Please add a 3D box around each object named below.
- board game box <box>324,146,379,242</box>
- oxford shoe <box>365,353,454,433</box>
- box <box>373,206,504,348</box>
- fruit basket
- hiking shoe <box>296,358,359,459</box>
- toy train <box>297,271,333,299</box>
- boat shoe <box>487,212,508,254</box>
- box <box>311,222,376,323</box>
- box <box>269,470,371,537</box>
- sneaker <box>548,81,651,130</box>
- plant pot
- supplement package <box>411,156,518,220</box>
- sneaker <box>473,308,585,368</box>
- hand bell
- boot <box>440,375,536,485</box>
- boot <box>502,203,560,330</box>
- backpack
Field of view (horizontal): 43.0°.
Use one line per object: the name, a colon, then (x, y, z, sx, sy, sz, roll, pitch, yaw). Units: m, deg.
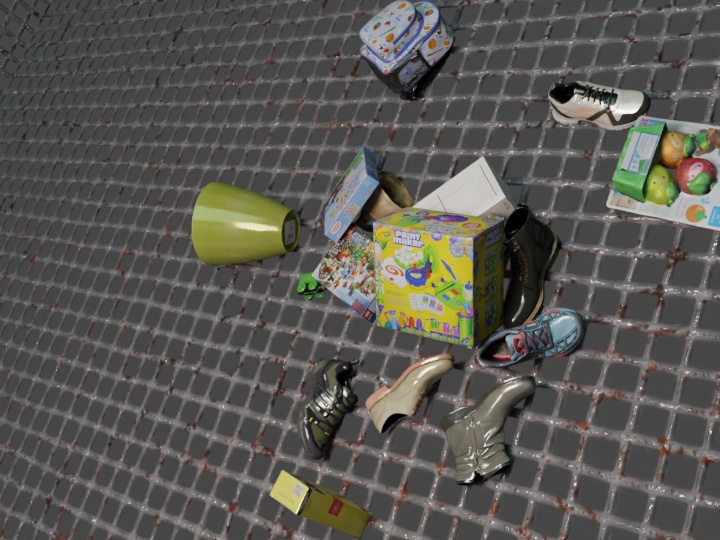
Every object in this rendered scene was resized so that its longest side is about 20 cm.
board game box: (-0.020, -0.161, 1.891, 0.152, 0.036, 0.201, -54, 16, 18)
oxford shoe: (0.099, 0.224, 1.656, 0.199, 0.070, 0.074, -40, 52, 25)
box: (0.136, 0.007, 1.594, 0.198, 0.121, 0.196, 11, 113, 34)
fruit basket: (0.533, -0.172, 1.535, 0.198, 0.094, 0.187, 14, 75, 37)
hiking shoe: (-0.057, 0.258, 1.741, 0.100, 0.076, 0.203, -11, 59, 35)
toy train: (-0.047, 0.017, 1.895, 0.198, 0.042, 0.057, -12, 48, 31)
boat shoe: (0.205, -0.013, 1.670, 0.202, 0.075, 0.072, -60, 5, 11)
box: (0.000, 0.000, 1.793, 0.137, 0.038, 0.199, -55, 40, 0)
box: (-0.066, 0.405, 1.581, 0.075, 0.200, 0.051, 22, 79, 42)
sneaker: (0.436, -0.310, 1.693, 0.198, 0.080, 0.075, 6, 67, 37)
plant pot: (-0.239, -0.095, 2.025, 0.197, 0.187, 0.190, 6, 68, 22)
supplement package: (0.193, -0.096, 1.731, 0.199, 0.109, 0.115, -34, 51, 16)
sneaker: (0.283, 0.126, 1.540, 0.198, 0.095, 0.080, -25, 84, 29)
hand bell: (0.006, -0.104, 1.907, 0.200, 0.103, 0.105, -41, 47, 27)
boot: (0.231, 0.273, 1.537, 0.199, 0.067, 0.132, -36, 53, 25)
boot: (0.272, -0.005, 1.602, 0.077, 0.138, 0.203, 7, 71, 38)
backpack: (0.103, -0.504, 2.007, 0.190, 0.154, 0.200, -37, 45, 0)
